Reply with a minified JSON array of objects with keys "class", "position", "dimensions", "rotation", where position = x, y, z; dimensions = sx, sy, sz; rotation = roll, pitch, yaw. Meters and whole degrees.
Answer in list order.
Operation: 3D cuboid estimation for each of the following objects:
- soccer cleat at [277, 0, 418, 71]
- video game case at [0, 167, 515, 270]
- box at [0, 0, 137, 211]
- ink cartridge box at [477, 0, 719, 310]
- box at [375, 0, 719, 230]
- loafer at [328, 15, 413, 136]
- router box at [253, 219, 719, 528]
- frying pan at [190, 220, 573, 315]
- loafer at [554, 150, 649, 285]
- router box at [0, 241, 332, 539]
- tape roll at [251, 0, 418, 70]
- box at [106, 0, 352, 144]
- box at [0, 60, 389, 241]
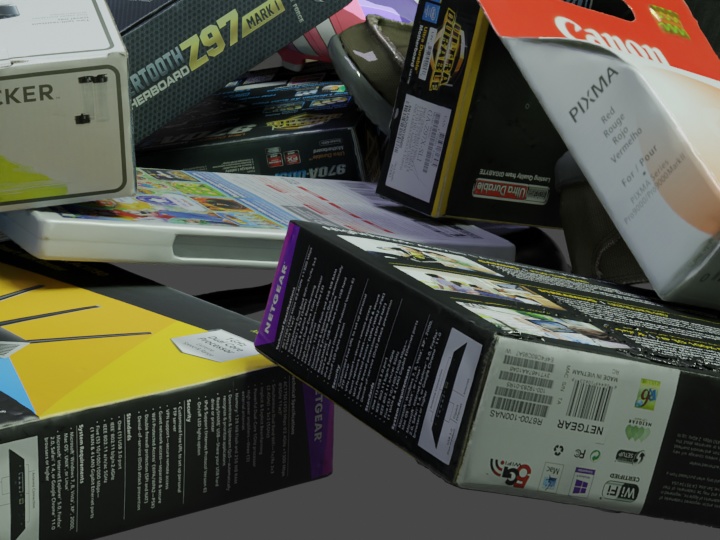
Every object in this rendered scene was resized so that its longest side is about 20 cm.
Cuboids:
[{"class":"soccer cleat","position":[-0.039,-0.154,1.251],"dimensions":[0.066,0.077,0.199],"rotation":[-17,29,-35]},{"class":"video game case","position":[-0.055,-0.022,1.019],"dimensions":[0.199,0.018,0.143],"rotation":[3,11,-24]},{"class":"box","position":[-0.161,-0.090,0.994],"dimensions":[0.116,0.061,0.200],"rotation":[-7,27,-12]},{"class":"ink cartridge box","position":[0.133,-0.066,0.947],"dimensions":[0.162,0.050,0.201],"rotation":[10,44,-44]},{"class":"box","position":[0.108,-0.097,1.083],"dimensions":[0.199,0.161,0.049],"rotation":[5,10,-42]},{"class":"loafer","position":[0.072,-0.089,1.157],"dimensions":[0.199,0.070,0.075],"rotation":[11,34,-39]},{"class":"router box","position":[0.085,0.038,0.821],"dimensions":[0.199,0.051,0.149],"rotation":[11,9,-28]},{"class":"frying pan","position":[0.002,-0.004,1.113],"dimensions":[0.188,0.031,0.115],"rotation":[1,15,2]},{"class":"loafer","position":[0.175,-0.004,1.041],"dimensions":[0.198,0.070,0.075],"rotation":[9,-8,-3]},{"class":"router box","position":[-0.127,0.040,0.902],"dimensions":[0.148,0.051,0.199],"rotation":[-11,20,-38]},{"class":"tape roll","position":[0.004,-0.154,1.395],"dimensions":[0.201,0.071,0.202],"rotation":[-6,-5,-1]},{"class":"box","position":[-0.118,-0.111,1.172],"dimensions":[0.157,0.051,0.200],"rotation":[-34,22,-22]},{"class":"box","position":[-0.083,-0.056,1.209],"dimensions":[0.198,0.046,0.159],"rotation":[-8,16,9]}]
